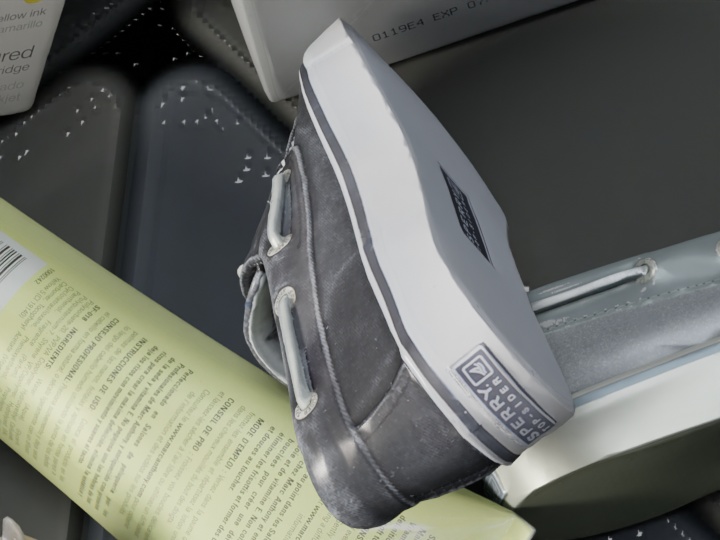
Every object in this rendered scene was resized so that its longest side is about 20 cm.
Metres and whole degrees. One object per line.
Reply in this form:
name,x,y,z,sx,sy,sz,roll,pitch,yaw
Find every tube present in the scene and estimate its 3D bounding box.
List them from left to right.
tube,-0.052,0.045,0.715,0.200,0.058,0.052,34,51,22

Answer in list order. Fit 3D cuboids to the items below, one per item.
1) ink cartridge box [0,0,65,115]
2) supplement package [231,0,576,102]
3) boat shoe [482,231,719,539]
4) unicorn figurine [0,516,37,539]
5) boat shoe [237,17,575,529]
ink cartridge box,-0.146,-0.144,0.723,0.128,0.200,0.125,-11,57,-28
supplement package,-0.011,-0.172,0.788,0.113,0.110,0.200,-19,61,-2
boat shoe,0.118,0.002,0.698,0.200,0.070,0.072,-21,64,0
unicorn figurine,-0.039,0.136,0.656,0.199,0.074,0.138,9,62,0
boat shoe,0.000,0.000,0.687,0.068,0.072,0.200,-37,28,10
